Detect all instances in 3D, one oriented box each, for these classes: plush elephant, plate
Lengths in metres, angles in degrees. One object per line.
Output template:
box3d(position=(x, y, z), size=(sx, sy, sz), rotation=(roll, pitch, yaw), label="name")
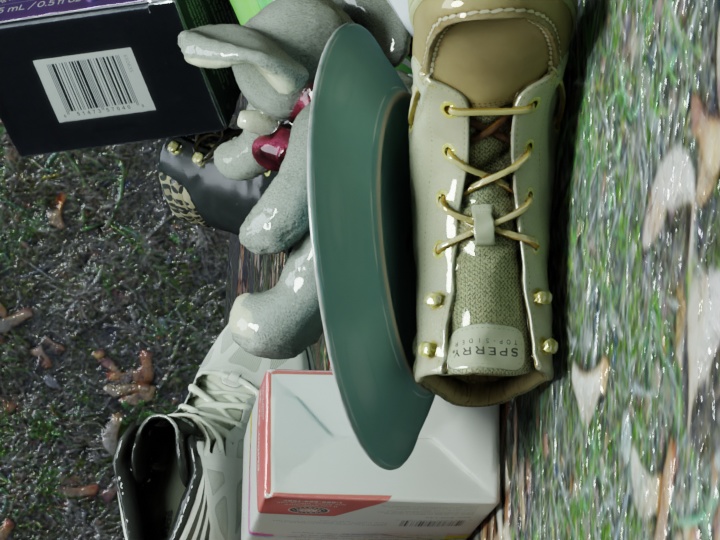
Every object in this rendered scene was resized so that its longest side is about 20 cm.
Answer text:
box3d(position=(-0.019, -0.071, 1.384), size=(0.155, 0.164, 0.201), rotation=(40, 122, 30), label="plush elephant")
box3d(position=(0.015, -0.012, 1.215), size=(0.200, 0.025, 0.202), rotation=(-6, -90, -75), label="plate")

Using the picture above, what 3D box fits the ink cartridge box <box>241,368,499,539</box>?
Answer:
box3d(position=(-0.001, 0.104, 1.379), size=(0.200, 0.116, 0.068), rotation=(115, 156, -73), label="ink cartridge box")

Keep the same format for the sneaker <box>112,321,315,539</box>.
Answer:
box3d(position=(-0.076, 0.087, 1.468), size=(0.116, 0.075, 0.201), rotation=(76, -154, -56), label="sneaker")

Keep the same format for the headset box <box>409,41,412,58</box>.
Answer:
box3d(position=(-0.010, -0.168, 1.781), size=(0.149, 0.077, 0.201), rotation=(102, 168, -60), label="headset box")

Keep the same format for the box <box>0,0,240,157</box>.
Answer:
box3d(position=(-0.144, -0.178, 1.717), size=(0.201, 0.147, 0.105), rotation=(-76, -27, -48), label="box")

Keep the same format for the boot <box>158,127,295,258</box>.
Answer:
box3d(position=(-0.065, -0.073, 1.728), size=(0.074, 0.153, 0.204), rotation=(-54, -29, -28), label="boot")

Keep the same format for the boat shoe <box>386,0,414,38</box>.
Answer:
box3d(position=(0.021, -0.169, 1.287), size=(0.201, 0.072, 0.062), rotation=(62, 158, 17), label="boat shoe")

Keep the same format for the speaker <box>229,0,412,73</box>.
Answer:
box3d(position=(-0.027, -0.144, 1.582), size=(0.089, 0.088, 0.201), rotation=(99, 156, -43), label="speaker")

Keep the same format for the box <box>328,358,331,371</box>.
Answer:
box3d(position=(0.008, 0.062, 1.682), size=(0.200, 0.037, 0.137), rotation=(102, 169, -56), label="box")

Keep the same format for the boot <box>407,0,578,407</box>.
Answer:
box3d(position=(0.053, -0.033, 1.143), size=(0.200, 0.072, 0.156), rotation=(89, -177, -72), label="boot")
